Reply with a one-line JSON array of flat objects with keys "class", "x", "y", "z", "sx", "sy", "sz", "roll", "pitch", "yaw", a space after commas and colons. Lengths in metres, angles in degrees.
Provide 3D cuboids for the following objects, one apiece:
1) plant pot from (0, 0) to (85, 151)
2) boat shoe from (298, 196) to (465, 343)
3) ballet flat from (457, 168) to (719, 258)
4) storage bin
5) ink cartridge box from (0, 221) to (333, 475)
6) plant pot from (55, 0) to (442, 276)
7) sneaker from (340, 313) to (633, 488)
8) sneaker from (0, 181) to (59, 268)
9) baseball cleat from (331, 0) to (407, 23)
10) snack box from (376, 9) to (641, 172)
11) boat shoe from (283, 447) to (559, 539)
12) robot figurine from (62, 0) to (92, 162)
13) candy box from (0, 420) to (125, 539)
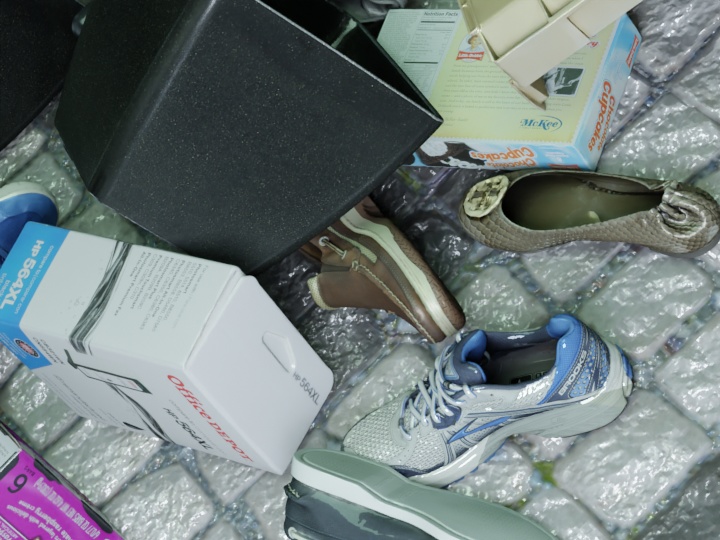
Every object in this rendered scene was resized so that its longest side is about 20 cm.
[{"class": "plant pot", "x": -0.358, "y": -0.185, "z": 2.023, "sx": 0.199, "sy": 0.200, "sz": 0.178, "roll": 25, "pitch": 86, "yaw": 41}, {"class": "boat shoe", "x": 0.003, "y": 0.004, "z": 1.729, "sx": 0.075, "sy": 0.075, "sz": 0.202, "roll": -40, "pitch": 34, "yaw": 0}, {"class": "ballet flat", "x": 0.148, "y": -0.043, "z": 1.686, "sx": 0.199, "sy": 0.046, "sz": 0.068, "roll": 7, "pitch": 61, "yaw": 36}, {"class": "storage bin", "x": 0.159, "y": -0.241, "z": 1.716, "sx": 0.199, "sy": 0.094, "sz": 0.199, "roll": -34, "pitch": 47, "yaw": 21}, {"class": "ink cartridge box", "x": -0.139, "y": 0.052, "z": 1.727, "sx": 0.199, "sy": 0.146, "sz": 0.085, "roll": 13, "pitch": 64, "yaw": 38}, {"class": "plant pot", "x": -0.097, "y": -0.115, "z": 1.726, "sx": 0.178, "sy": 0.199, "sz": 0.200, "roll": -52, "pitch": 30, "yaw": 10}, {"class": "sneaker", "x": 0.069, "y": 0.075, "z": 1.622, "sx": 0.199, "sy": 0.085, "sz": 0.077, "roll": -23, "pitch": 48, "yaw": 17}, {"class": "sneaker", "x": -0.287, "y": 0.031, "z": 1.882, "sx": 0.200, "sy": 0.077, "sz": 0.111, "roll": -43, "pitch": 40, "yaw": 3}, {"class": "baseball cleat", "x": 0.033, "y": -0.246, "z": 1.892, "sx": 0.199, "sy": 0.070, "sz": 0.107, "roll": -27, "pitch": 67, "yaw": -9}, {"class": "snack box", "x": 0.090, "y": -0.129, "z": 1.792, "sx": 0.199, "sy": 0.037, "sz": 0.117, "roll": 4, "pitch": 61, "yaw": 34}, {"class": "boat shoe", "x": 0.040, "y": 0.170, "z": 1.589, "sx": 0.199, "sy": 0.075, "sz": 0.061, "roll": 21, "pitch": 108, "yaw": 31}, {"class": "robot figurine", "x": -0.131, "y": -0.142, "z": 1.879, "sx": 0.200, "sy": 0.150, "sz": 0.125, "roll": -46, "pitch": 33, "yaw": -6}, {"class": "candy box", "x": -0.272, "y": 0.210, "z": 1.702, "sx": 0.200, "sy": 0.136, "sz": 0.061, "roll": -46, "pitch": 45, "yaw": -5}]
